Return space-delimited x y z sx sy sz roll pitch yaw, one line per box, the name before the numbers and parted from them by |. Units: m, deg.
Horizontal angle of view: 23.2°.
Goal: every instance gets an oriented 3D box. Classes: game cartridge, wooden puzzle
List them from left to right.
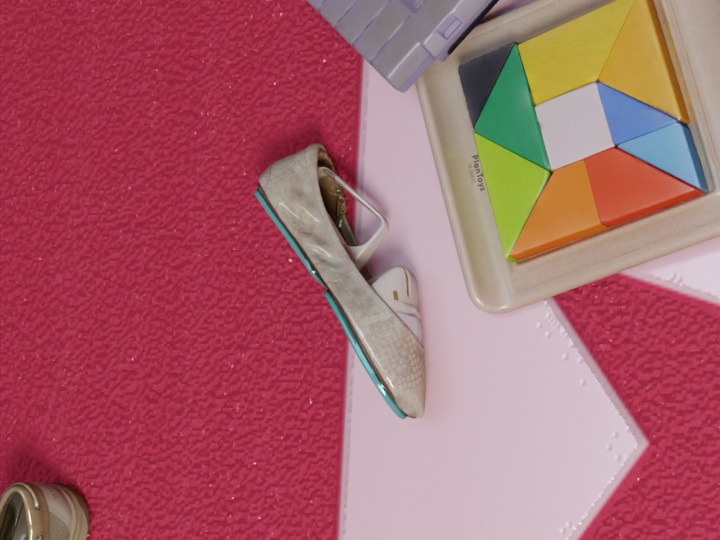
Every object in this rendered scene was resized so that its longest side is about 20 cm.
game cartridge | 0.057 -0.223 1.127 0.200 0.038 0.130 -47 60 9
wooden puzzle | 0.137 -0.089 1.075 0.199 0.037 0.186 -20 73 21

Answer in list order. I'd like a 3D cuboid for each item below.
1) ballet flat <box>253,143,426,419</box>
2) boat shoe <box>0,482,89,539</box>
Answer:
ballet flat | 0.000 0.000 1.112 0.062 0.067 0.200 -35 68 6
boat shoe | -0.240 0.241 1.183 0.073 0.063 0.201 17 88 27
